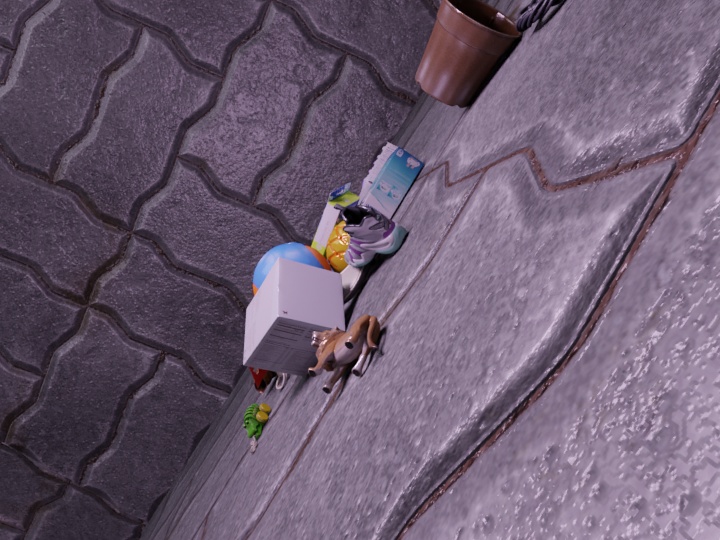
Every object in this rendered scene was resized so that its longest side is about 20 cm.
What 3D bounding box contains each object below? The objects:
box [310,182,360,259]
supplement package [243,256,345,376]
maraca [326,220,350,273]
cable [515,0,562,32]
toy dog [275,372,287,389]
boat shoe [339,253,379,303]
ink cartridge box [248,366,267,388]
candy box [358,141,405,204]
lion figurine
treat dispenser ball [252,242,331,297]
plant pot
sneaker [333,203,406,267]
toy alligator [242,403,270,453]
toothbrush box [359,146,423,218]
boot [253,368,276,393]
[{"bbox_3d":[-0.068,-0.125,1.574,0.122,0.047,0.201,-40,-22,-56],"label":"box"},{"bbox_3d":[-0.145,0.105,1.266,0.200,0.150,0.153,-51,33,42],"label":"supplement package"},{"bbox_3d":[-0.036,-0.037,1.496,0.137,0.106,0.202,-158,81,-67],"label":"maraca"},{"bbox_3d":[0.373,-0.538,1.130,0.200,0.051,0.164,-50,15,30],"label":"cable"},{"bbox_3d":[-0.221,0.207,1.525,0.200,0.096,0.133,-55,37,37],"label":"toy dog"},{"bbox_3d":[0.000,0.000,1.334,0.067,0.057,0.201,8,64,42],"label":"boat shoe"},{"bbox_3d":[-0.239,0.217,1.669,0.163,0.050,0.201,84,-152,-49],"label":"ink cartridge box"},{"bbox_3d":[0.056,-0.259,1.784,0.168,0.071,0.201,110,-174,-50],"label":"candy box"},{"bbox_3d":[-0.015,0.114,0.920,0.200,0.073,0.123,-30,17,43],"label":"lion figurine"},{"bbox_3d":[-0.165,0.033,1.457,0.202,0.200,0.201,-56,8,11],"label":"treat dispenser ball"},{"bbox_3d":[0.233,-0.501,1.366,0.199,0.199,0.201,-62,3,37],"label":"plant pot"},{"bbox_3d":[-0.009,-0.085,1.228,0.200,0.140,0.078,-26,31,52],"label":"sneaker"},{"bbox_3d":[-0.266,0.377,1.462,0.060,0.054,0.200,-56,8,14],"label":"toy alligator"},{"bbox_3d":[0.071,-0.213,1.582,0.201,0.085,0.146,-59,7,-4],"label":"toothbrush box"},{"bbox_3d":[-0.277,0.253,1.765,0.156,0.076,0.201,-61,-15,-47],"label":"boot"}]
